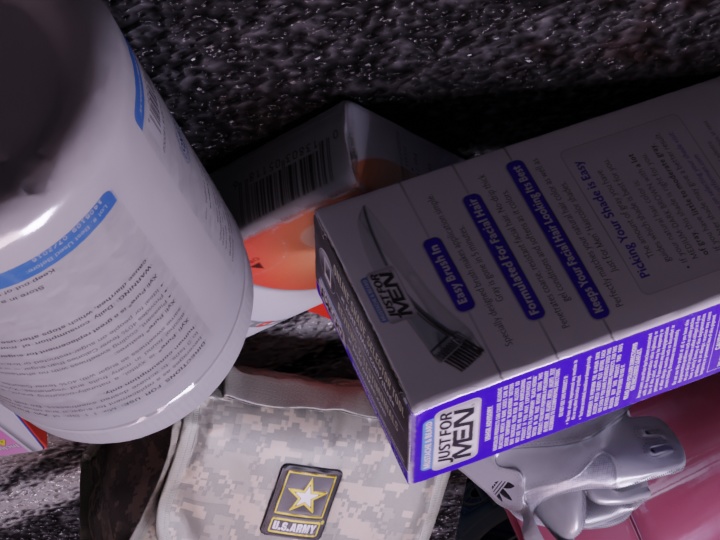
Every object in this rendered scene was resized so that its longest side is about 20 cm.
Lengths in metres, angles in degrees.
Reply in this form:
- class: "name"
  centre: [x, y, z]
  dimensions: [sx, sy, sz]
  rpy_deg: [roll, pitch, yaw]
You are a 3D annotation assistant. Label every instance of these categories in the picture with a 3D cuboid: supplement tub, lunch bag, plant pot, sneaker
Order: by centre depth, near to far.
- class: "supplement tub"
  centre: [-0.126, -0.023, 0.786]
  dimensions: [0.131, 0.133, 0.200]
  rpy_deg: [-10, 154, 8]
- class: "sneaker"
  centre: [0.112, 0.046, 0.923]
  dimensions: [0.199, 0.115, 0.075]
  rpy_deg: [-35, 168, -32]
- class: "plant pot"
  centre: [0.161, 0.098, 1.060]
  dimensions: [0.178, 0.201, 0.200]
  rpy_deg: [-24, 154, 1]
- class: "lunch bag"
  centre: [-0.054, 0.120, 1.121]
  dimensions: [0.163, 0.118, 0.200]
  rpy_deg: [9, 147, -22]

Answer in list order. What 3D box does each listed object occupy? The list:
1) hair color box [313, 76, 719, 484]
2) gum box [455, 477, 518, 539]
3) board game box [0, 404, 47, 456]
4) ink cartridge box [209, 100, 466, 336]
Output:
- class: "hair color box"
  centre: [0.090, 0.001, 0.848]
  dimensions: [0.199, 0.110, 0.065]
  rpy_deg: [-18, 146, -13]
- class: "gum box"
  centre: [0.135, 0.179, 1.204]
  dimensions: [0.169, 0.201, 0.045]
  rpy_deg: [-19, 120, 23]
- class: "board game box"
  centre: [-0.259, 0.050, 1.014]
  dimensions: [0.152, 0.041, 0.200]
  rpy_deg: [-8, 155, 4]
- class: "ink cartridge box"
  centre: [0.000, 0.000, 0.961]
  dimensions: [0.162, 0.051, 0.199]
  rpy_deg: [-25, 146, 34]
